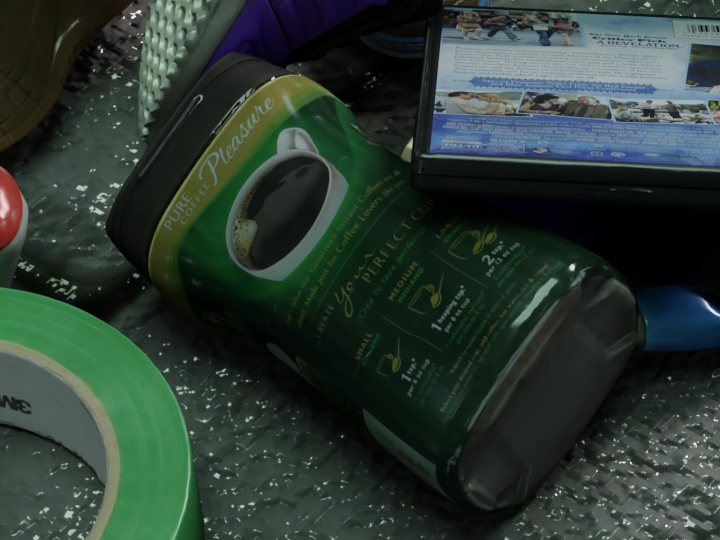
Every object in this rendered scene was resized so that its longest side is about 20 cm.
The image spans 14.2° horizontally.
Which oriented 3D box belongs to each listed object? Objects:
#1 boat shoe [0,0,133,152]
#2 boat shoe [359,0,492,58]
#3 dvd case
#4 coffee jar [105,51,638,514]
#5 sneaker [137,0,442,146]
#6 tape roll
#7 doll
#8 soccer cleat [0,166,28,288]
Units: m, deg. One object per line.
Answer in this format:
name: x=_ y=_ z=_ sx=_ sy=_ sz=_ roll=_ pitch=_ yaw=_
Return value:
boat shoe: x=-0.159 y=-0.098 z=1.230 sx=0.063 sy=0.073 sz=0.200 roll=-14 pitch=24 yaw=50
boat shoe: x=0.011 y=-0.176 z=1.272 sx=0.072 sy=0.072 sz=0.200 roll=-11 pitch=47 yaw=-4
dvd case: x=0.093 y=-0.065 z=1.106 sx=0.142 sy=0.018 sz=0.200 roll=3 pitch=21 yaw=2
coffee jar: x=0.000 y=0.000 z=1.089 sx=0.200 sy=0.085 sz=0.104 roll=34 pitch=86 yaw=32
sneaker: x=-0.017 y=-0.113 z=1.164 sx=0.099 sy=0.200 sz=0.070 roll=18 pitch=39 yaw=-21
tape roll: x=-0.158 y=0.093 z=1.053 sx=0.200 sy=0.048 sz=0.201 roll=-4 pitch=46 yaw=4
doll: x=0.119 y=-0.021 z=1.129 sx=0.200 sy=0.048 sz=0.136 roll=25 pitch=55 yaw=27
soccer cleat: x=-0.228 y=-0.005 z=1.123 sx=0.200 sy=0.085 sz=0.069 roll=-7 pitch=57 yaw=-9
